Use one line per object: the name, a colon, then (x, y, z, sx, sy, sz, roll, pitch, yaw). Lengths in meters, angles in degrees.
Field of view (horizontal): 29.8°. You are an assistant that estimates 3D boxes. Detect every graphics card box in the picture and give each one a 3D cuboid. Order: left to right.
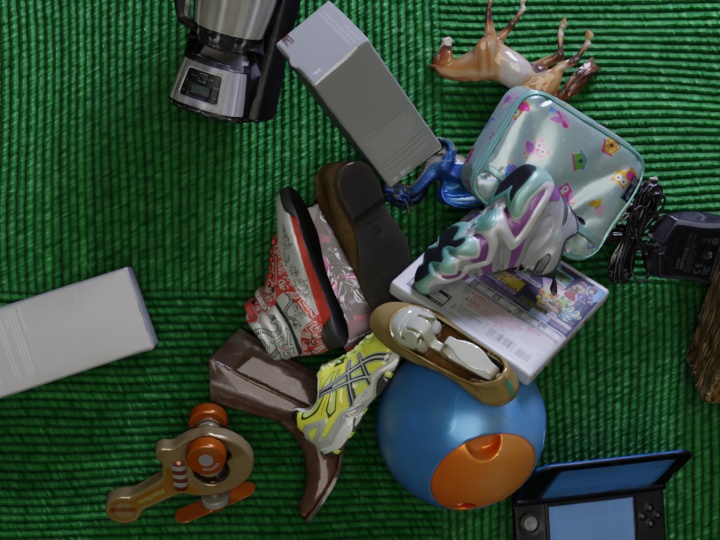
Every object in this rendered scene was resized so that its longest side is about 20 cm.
graphics card box: (0.000, 0.000, 1.657, 0.125, 0.051, 0.200, -25, 92, -2)

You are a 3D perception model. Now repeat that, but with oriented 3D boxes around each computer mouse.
computer mouse: (0.405, -0.039, 1.670, 0.200, 0.053, 0.139, 10, 112, -16)

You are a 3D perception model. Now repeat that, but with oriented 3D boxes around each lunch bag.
lunch bag: (0.229, -0.110, 1.604, 0.200, 0.077, 0.160, 31, 92, -15)

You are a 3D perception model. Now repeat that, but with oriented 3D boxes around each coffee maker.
coffee maker: (-0.129, -0.280, 1.589, 0.135, 0.192, 0.200, 30, 113, 36)

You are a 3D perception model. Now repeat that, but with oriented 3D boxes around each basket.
basket: (0.496, 0.070, 1.620, 0.149, 0.143, 0.200, 11, 115, -4)

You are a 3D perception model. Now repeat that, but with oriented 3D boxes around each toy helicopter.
toy helicopter: (-0.217, 0.258, 1.638, 0.200, 0.079, 0.132, -28, 123, 14)

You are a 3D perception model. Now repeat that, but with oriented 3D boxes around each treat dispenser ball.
treat dispenser ball: (0.118, 0.181, 1.595, 0.201, 0.201, 0.201, 0, 92, -4)

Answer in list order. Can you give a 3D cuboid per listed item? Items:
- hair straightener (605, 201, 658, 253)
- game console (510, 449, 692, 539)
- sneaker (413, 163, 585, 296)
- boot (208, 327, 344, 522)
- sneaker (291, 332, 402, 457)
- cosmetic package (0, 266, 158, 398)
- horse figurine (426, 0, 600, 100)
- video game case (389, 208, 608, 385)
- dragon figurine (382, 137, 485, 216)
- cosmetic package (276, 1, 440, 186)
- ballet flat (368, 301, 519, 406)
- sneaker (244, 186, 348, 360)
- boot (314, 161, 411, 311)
hair straightener: (0.285, -0.056, 1.687, 0.200, 0.041, 0.077, 6, 91, -9)
game console: (0.294, 0.302, 1.641, 0.200, 0.118, 0.171, -4, 93, -11)
sneaker: (0.170, -0.011, 1.552, 0.200, 0.078, 0.140, -40, 112, 14)
boot: (-0.110, 0.187, 1.647, 0.200, 0.064, 0.187, 24, 79, -7)
sneaker: (-0.007, 0.122, 1.589, 0.076, 0.075, 0.200, 33, 92, 1)
cosmetic package: (-0.352, 0.073, 1.617, 0.200, 0.090, 0.107, -16, 92, -6)
horse figurine: (0.199, -0.262, 1.661, 0.200, 0.050, 0.133, 25, 102, -10)
video game case: (0.165, 0.025, 1.599, 0.200, 0.023, 0.182, 34, 51, 19)
dragon figurine: (0.126, -0.105, 1.657, 0.200, 0.059, 0.100, 10, 92, -9)
cosmetic package: (-0.001, -0.201, 1.565, 0.090, 0.107, 0.200, -38, 138, -1)
ballet flat: (0.091, 0.079, 1.506, 0.200, 0.063, 0.069, 28, 71, 25)
sneaker: (-0.095, 0.009, 1.604, 0.108, 0.067, 0.202, -16, 98, 15)
boot: (0.002, -0.039, 1.605, 0.074, 0.075, 0.200, -29, 112, -28)
